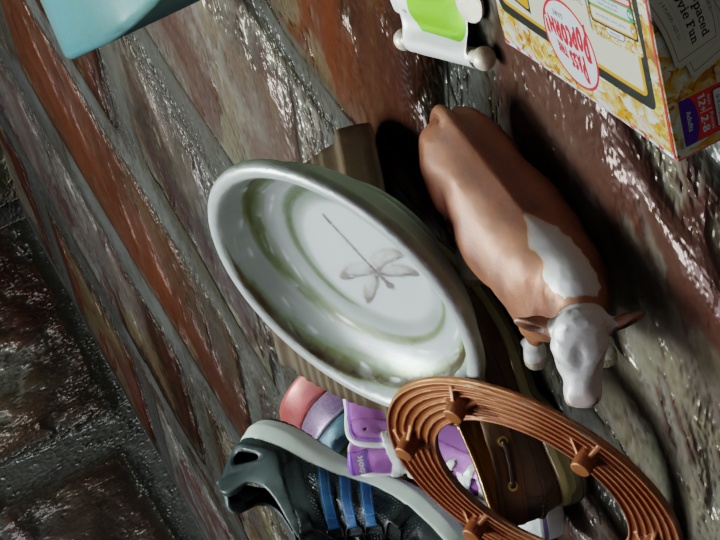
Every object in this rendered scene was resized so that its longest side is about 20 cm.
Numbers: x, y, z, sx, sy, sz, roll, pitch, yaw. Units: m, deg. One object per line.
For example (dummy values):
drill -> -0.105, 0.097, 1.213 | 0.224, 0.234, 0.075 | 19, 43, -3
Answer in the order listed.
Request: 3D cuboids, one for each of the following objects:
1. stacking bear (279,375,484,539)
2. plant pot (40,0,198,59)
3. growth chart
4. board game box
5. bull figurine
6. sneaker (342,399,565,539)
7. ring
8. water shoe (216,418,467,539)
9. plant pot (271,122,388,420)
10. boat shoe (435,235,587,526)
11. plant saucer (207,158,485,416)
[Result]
stacking bear -> 0.034, 0.157, 1.501 | 0.200, 0.113, 0.122 | 52, 163, 26
plant pot -> -0.155, -0.252, 1.413 | 0.200, 0.140, 0.143 | 4, 120, 66
growth chart -> 0.016, -0.205, 1.097 | 0.202, 0.018, 0.145 | 66, 166, -11
board game box -> 0.093, -0.165, 0.812 | 0.152, 0.046, 0.201 | 45, 157, 53
bull figurine -> 0.093, -0.003, 1.062 | 0.122, 0.065, 0.201 | 75, 169, -60
sneaker -> 0.055, 0.136, 1.359 | 0.201, 0.113, 0.073 | 47, 157, 47
ring -> 0.100, 0.135, 1.171 | 0.199, 0.019, 0.201 | 25, 151, 15
water shoe -> -0.013, 0.183, 1.415 | 0.199, 0.079, 0.072 | 24, 154, 25
plant pot -> -0.018, 0.008, 1.316 | 0.201, 0.092, 0.203 | 169, 90, -89
boat shoe -> 0.074, 0.072, 1.268 | 0.201, 0.067, 0.072 | 62, 166, 9
plant saucer -> 0.000, 0.000, 1.158 | 0.199, 0.050, 0.201 | 30, 150, 19
